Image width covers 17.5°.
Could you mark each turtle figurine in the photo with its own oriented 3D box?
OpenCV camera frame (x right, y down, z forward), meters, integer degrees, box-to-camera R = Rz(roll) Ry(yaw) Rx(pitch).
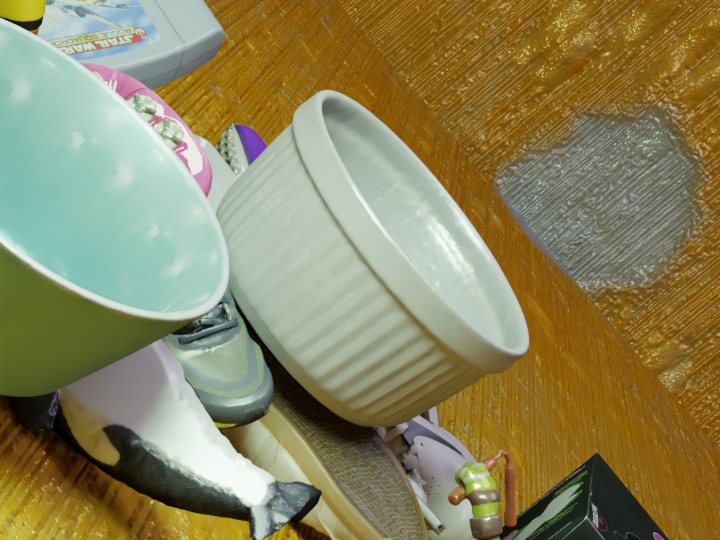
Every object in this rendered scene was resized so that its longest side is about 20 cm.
[{"bbox_3d":[0.067,0.206,1.373,0.161,0.064,0.201,5,83,-51],"label":"turtle figurine"}]

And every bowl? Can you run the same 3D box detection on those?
[{"bbox_3d":[-0.170,-0.019,1.095,0.201,0.105,0.201,35,25,-19],"label":"bowl"}]

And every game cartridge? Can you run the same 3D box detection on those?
[{"bbox_3d":[-0.189,-0.160,1.452,0.200,0.042,0.133,-15,54,-35],"label":"game cartridge"}]

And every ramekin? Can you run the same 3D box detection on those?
[{"bbox_3d":[0.000,0.000,1.410,0.200,0.105,0.200,48,15,-18],"label":"ramekin"}]

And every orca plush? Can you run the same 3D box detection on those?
[{"bbox_3d":[-0.110,0.072,1.182,0.200,0.105,0.071,28,-32,7],"label":"orca plush"}]

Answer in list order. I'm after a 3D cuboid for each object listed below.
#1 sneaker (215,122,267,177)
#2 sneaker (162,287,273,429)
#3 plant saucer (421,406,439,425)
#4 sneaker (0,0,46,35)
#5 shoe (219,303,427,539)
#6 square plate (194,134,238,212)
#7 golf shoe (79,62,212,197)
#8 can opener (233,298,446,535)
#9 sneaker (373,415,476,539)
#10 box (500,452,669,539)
[{"bbox_3d":[-0.045,-0.023,1.692,0.099,0.070,0.200,0,48,-29],"label":"sneaker"},{"bbox_3d":[-0.109,0.002,1.335,0.200,0.074,0.081,57,-30,21],"label":"sneaker"},{"bbox_3d":[0.036,0.076,1.676,0.200,0.029,0.201,-8,90,-86],"label":"plant saucer"},{"bbox_3d":[-0.267,-0.177,1.350,0.200,0.090,0.070,17,26,25],"label":"sneaker"},{"bbox_3d":[-0.037,0.105,1.404,0.200,0.053,0.070,49,37,-1],"label":"shoe"},{"bbox_3d":[-0.133,-0.047,1.521,0.200,0.028,0.198,20,26,-45],"label":"square plate"},{"bbox_3d":[-0.167,-0.076,1.314,0.200,0.075,0.092,24,-12,17],"label":"golf shoe"},{"bbox_3d":[-0.025,0.102,1.453,0.200,0.067,0.053,46,-3,-8],"label":"can opener"},{"bbox_3d":[-0.005,0.100,1.518,0.199,0.079,0.130,56,13,27],"label":"sneaker"},{"bbox_3d":[0.158,0.236,1.604,0.149,0.124,0.200,50,12,-2],"label":"box"}]
